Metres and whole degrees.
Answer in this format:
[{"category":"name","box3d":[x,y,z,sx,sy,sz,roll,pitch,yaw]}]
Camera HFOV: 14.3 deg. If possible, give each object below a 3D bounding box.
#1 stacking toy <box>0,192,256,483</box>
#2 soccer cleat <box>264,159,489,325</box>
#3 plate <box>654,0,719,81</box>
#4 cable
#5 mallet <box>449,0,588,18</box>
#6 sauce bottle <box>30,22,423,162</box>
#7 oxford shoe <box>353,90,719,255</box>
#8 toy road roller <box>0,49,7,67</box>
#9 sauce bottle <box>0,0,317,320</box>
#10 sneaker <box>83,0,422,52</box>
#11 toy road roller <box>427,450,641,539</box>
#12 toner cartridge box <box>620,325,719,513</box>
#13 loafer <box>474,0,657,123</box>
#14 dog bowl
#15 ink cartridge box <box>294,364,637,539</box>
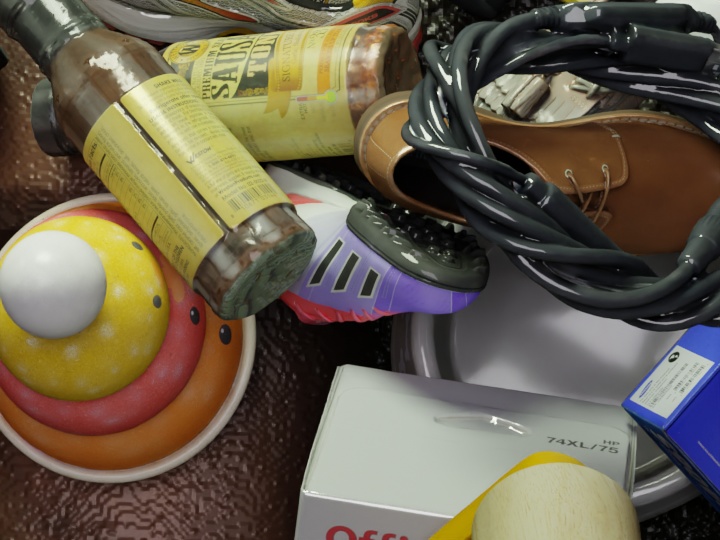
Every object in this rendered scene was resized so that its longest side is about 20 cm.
[{"category":"stacking toy","box3d":[-0.131,0.023,1.364,0.145,0.200,0.147,-1,82,4]},{"category":"soccer cleat","box3d":[0.000,0.000,1.377,0.068,0.200,0.074,15,97,-28]},{"category":"plate","box3d":[0.261,-0.079,1.393,0.199,0.032,0.200,-27,97,-18]},{"category":"cable","box3d":[0.107,-0.046,1.278,0.199,0.051,0.164,-2,65,-31]},{"category":"mallet","box3d":[0.129,-0.118,1.456,0.200,0.041,0.066,36,84,4]},{"category":"sauce bottle","box3d":[-0.069,-0.083,1.423,0.199,0.066,0.066,-5,81,22]},{"category":"oxford shoe","box3d":[0.098,-0.036,1.328,0.199,0.071,0.072,5,107,-10]},{"category":"toy road roller","box3d":[-0.274,-0.146,1.418,0.123,0.146,0.200,-36,81,-3]},{"category":"sauce bottle","box3d":[-0.102,-0.066,1.369,0.065,0.065,0.200,-38,70,-3]},{"category":"sneaker","box3d":[-0.063,-0.158,1.441,0.199,0.082,0.078,12,61,4]},{"category":"toy road roller","box3d":[0.069,0.190,1.187,0.146,0.123,0.200,34,117,-20]},{"category":"toner cartridge box","box3d":[0.218,0.096,1.358,0.095,0.043,0.200,-46,118,-6]},{"category":"loafer","box3d":[0.117,-0.108,1.393,0.200,0.063,0.072,-34,56,-18]},{"category":"dog bowl","box3d":[0.113,0.032,1.419,0.199,0.059,0.201,-1,81,3]},{"category":"ink cartridge box","box3d":[0.041,0.169,1.322,0.146,0.146,0.201,8,112,5]}]
